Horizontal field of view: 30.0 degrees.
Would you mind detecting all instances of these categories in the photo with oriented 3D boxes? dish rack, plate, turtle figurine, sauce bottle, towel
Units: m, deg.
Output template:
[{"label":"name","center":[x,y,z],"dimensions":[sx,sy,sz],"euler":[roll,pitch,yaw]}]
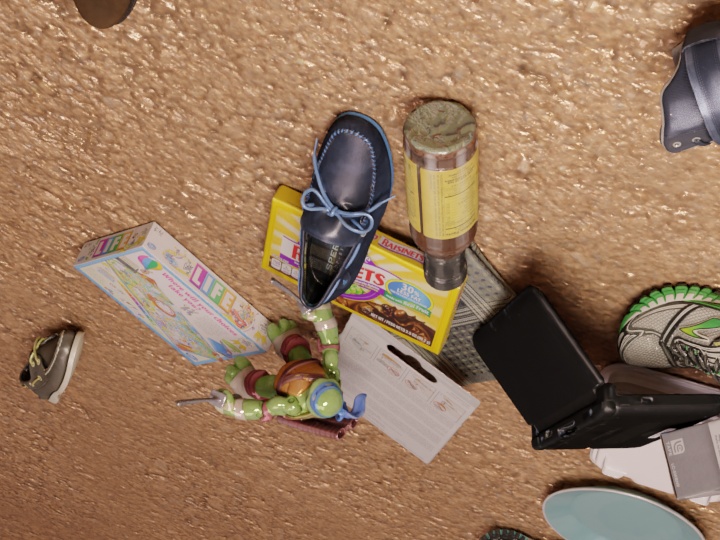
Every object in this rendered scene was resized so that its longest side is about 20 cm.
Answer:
[{"label":"dish rack","center":[0.317,0.177,1.380],"dimensions":[0.169,0.044,0.201],"euler":[15,149,12]},{"label":"plate","center":[0.313,0.298,1.588],"dimensions":[0.198,0.026,0.201],"euler":[17,149,11]},{"label":"turtle figurine","center":[-0.093,0.084,1.382],"dimensions":[0.198,0.146,0.194],"euler":[17,177,-18]},{"label":"sauce bottle","center":[0.069,-0.057,1.147],"dimensions":[0.064,0.065,0.201],"euler":[14,146,13]},{"label":"towel","center":[0.091,0.044,1.340],"dimensions":[0.191,0.035,0.200],"euler":[-14,132,41]}]

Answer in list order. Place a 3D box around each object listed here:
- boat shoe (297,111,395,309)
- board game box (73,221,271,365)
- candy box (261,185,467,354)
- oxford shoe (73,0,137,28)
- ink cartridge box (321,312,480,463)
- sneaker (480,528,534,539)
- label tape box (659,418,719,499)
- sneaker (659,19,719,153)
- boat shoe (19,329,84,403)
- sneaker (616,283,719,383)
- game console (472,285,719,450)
[{"label":"boat shoe","center":[-0.014,-0.043,1.190],"dimensions":[0.083,0.069,0.202],"euler":[19,132,16]},{"label":"board game box","center":[-0.205,0.030,1.499],"dimensions":[0.133,0.035,0.200],"euler":[-11,135,44]},{"label":"candy box","center":[0.000,0.000,1.285],"dimensions":[0.198,0.026,0.103],"euler":[26,136,10]},{"label":"oxford shoe","center":[-0.214,-0.246,1.025],"dimensions":[0.072,0.085,0.201],"euler":[16,151,7]},{"label":"ink cartridge box","center":[0.045,0.113,1.421],"dimensions":[0.162,0.057,0.200],"euler":[36,147,4]},{"label":"sneaker","center":[0.252,0.388,1.739],"dimensions":[0.198,0.078,0.086],"euler":[17,162,23]},{"label":"label tape box","center":[0.386,0.146,1.172],"dimensions":[0.199,0.064,0.143],"euler":[-24,161,40]},{"label":"sneaker","center":[0.289,-0.095,0.924],"dimensions":[0.145,0.077,0.203],"euler":[-17,123,32]},{"label":"boat shoe","center":[-0.398,0.120,1.728],"dimensions":[0.060,0.073,0.202],"euler":[23,154,-12]},{"label":"sneaker","center":[0.306,0.061,1.164],"dimensions":[0.198,0.086,0.078],"euler":[-10,137,44]},{"label":"game console","center":[0.213,0.094,1.239],"dimensions":[0.173,0.118,0.200],"euler":[0,164,-11]}]
